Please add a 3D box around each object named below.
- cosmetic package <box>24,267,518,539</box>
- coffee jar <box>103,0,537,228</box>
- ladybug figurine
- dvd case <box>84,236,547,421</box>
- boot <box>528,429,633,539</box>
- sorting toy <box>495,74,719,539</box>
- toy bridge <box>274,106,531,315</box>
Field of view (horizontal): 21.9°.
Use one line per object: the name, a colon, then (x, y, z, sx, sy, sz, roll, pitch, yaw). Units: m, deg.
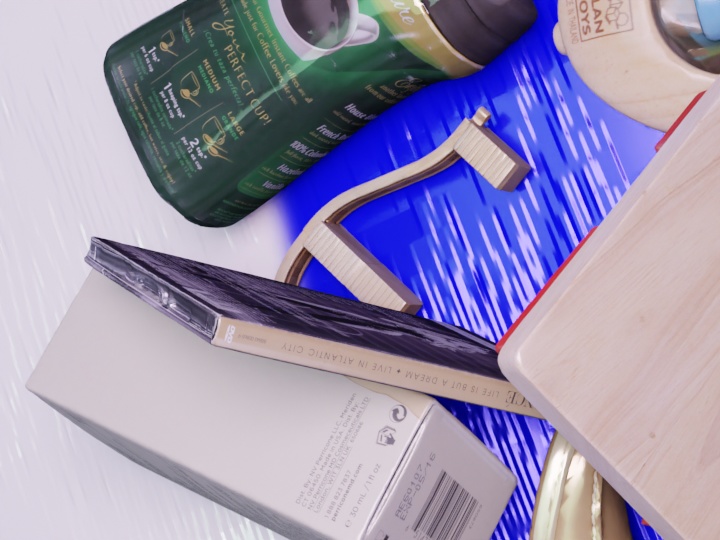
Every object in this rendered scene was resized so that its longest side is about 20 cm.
cosmetic package: (-0.041, 0.073, 0.835, 0.199, 0.104, 0.074, 22, 76, 34)
coffee jar: (-0.019, -0.111, 0.890, 0.199, 0.085, 0.105, -30, 75, 19)
ladybug figurine: (0.182, -0.124, 0.818, 0.198, 0.072, 0.137, -8, 86, 21)
dvd case: (-0.003, 0.028, 0.793, 0.148, 0.199, 0.016, 25, 100, 60)
boot: (0.152, 0.161, 0.817, 0.154, 0.073, 0.202, 2, 95, 23)
sorting toy: (0.171, 0.031, 0.758, 0.199, 0.069, 0.200, 45, 72, -13)
toy bridge: (0.000, 0.000, 0.910, 0.067, 0.027, 0.200, 43, 104, 19)
